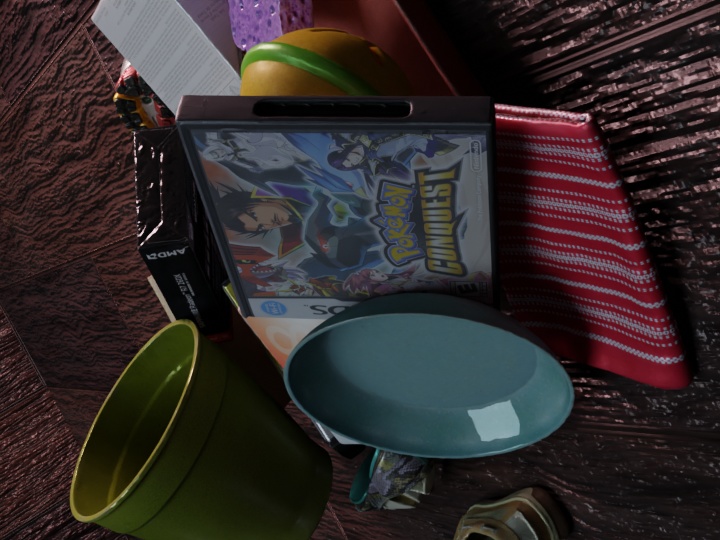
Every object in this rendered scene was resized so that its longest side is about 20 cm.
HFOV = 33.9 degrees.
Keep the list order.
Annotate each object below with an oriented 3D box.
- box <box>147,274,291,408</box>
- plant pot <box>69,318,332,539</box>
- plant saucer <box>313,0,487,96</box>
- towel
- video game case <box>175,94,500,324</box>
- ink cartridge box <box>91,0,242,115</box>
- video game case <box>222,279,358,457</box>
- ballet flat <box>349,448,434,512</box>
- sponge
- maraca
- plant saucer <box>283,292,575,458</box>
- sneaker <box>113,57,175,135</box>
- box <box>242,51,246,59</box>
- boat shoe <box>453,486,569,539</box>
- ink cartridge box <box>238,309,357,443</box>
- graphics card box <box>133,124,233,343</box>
[{"bbox_3d":[-0.141,0.072,1.256,0.202,0.021,0.163,63,-161,-7],"label":"box"},{"bbox_3d":[-0.135,0.182,1.104,0.192,0.202,0.200,35,165,-24],"label":"plant pot"},{"bbox_3d":[0.011,-0.139,0.838,0.201,0.036,0.200,57,155,5],"label":"plant saucer"},{"bbox_3d":[0.121,-0.015,0.729,0.144,0.022,0.201,16,142,50],"label":"towel"},{"bbox_3d":[-0.004,-0.031,0.728,0.178,0.026,0.201,2,145,9],"label":"video game case"},{"bbox_3d":[-0.130,-0.176,0.991,0.200,0.050,0.162,46,157,-10],"label":"ink cartridge box"},{"bbox_3d":[-0.061,0.098,1.153,0.182,0.025,0.200,54,176,12],"label":"video game case"},{"bbox_3d":[0.034,0.201,1.135,0.072,0.072,0.201,54,161,12],"label":"ballet flat"},{"bbox_3d":[-0.070,-0.245,0.816,0.111,0.029,0.203,-139,39,-57],"label":"sponge"},{"bbox_3d":[-0.017,-0.088,0.783,0.136,0.108,0.200,31,166,14],"label":"maraca"},{"bbox_3d":[0.047,0.069,0.807,0.201,0.197,0.036,104,175,-57],"label":"plant saucer"},{"bbox_3d":[-0.185,-0.148,1.178,0.201,0.077,0.083,79,-172,-53],"label":"sneaker"},{"bbox_3d":[-0.108,-0.158,1.041,0.119,0.041,0.201,47,151,25],"label":"box"},{"bbox_3d":[0.107,0.241,1.023,0.072,0.076,0.201,52,155,15],"label":"boat shoe"},{"bbox_3d":[0.026,0.066,0.885,0.198,0.050,0.163,-3,132,43],"label":"ink cartridge box"},{"bbox_3d":[-0.163,-0.028,1.105,0.201,0.050,0.127,80,-177,-62],"label":"graphics card box"}]
